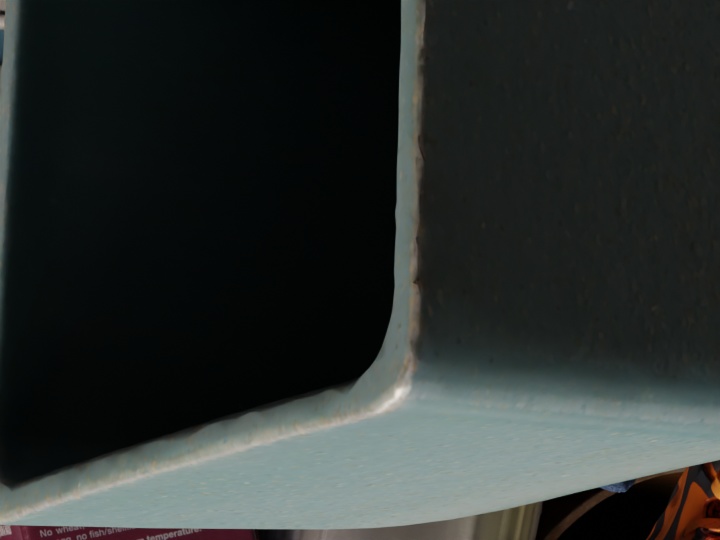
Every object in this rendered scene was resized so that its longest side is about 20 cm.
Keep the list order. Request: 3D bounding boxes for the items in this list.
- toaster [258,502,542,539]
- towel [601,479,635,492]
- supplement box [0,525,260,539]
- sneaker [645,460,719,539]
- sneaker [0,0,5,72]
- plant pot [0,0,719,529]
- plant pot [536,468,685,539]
[{"bbox_3d":[0.017,0.083,1.140,0.113,0.129,0.200,9,161,-1],"label":"toaster"},{"bbox_3d":[0.000,0.000,0.937,0.200,0.049,0.112,28,180,38],"label":"towel"},{"bbox_3d":[-0.085,0.112,1.096,0.086,0.200,0.110,-12,176,-13],"label":"supplement box"},{"bbox_3d":[0.137,0.065,0.896,0.077,0.112,0.200,27,152,6],"label":"sneaker"},{"bbox_3d":[-0.118,-0.023,0.903,0.200,0.131,0.080,-3,159,32],"label":"sneaker"},{"bbox_3d":[0.043,-0.034,0.718,0.200,0.196,0.196,12,163,-31],"label":"plant pot"},{"bbox_3d":[0.108,0.172,1.314,0.187,0.187,0.200,16,175,-18],"label":"plant pot"}]
